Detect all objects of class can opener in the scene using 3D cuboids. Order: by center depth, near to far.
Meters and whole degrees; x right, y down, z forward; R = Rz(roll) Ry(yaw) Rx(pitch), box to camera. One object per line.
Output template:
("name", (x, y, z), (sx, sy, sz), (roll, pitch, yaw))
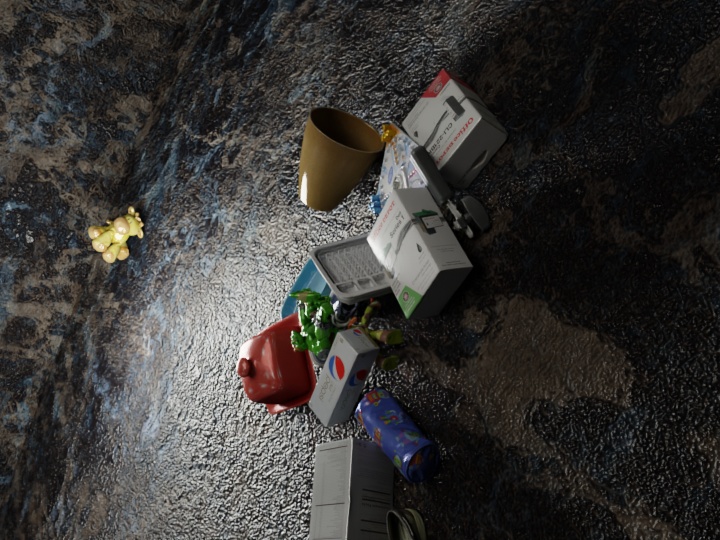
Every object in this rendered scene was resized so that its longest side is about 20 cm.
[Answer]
("can opener", (0.163, -0.148, 1.378), (0.066, 0.201, 0.053), (-36, -3, -2))

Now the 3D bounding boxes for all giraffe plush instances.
("giraffe plush", (-0.902, -0.148, 2.802), (0.161, 0.173, 0.200), (-31, 14, 27))

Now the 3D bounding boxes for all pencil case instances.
("pencil case", (0.067, 0.293, 1.329), (0.200, 0.086, 0.079), (41, 136, 53))

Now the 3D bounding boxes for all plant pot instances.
("plant pot", (-0.066, -0.243, 1.720), (0.201, 0.184, 0.187), (-64, 33, 32))

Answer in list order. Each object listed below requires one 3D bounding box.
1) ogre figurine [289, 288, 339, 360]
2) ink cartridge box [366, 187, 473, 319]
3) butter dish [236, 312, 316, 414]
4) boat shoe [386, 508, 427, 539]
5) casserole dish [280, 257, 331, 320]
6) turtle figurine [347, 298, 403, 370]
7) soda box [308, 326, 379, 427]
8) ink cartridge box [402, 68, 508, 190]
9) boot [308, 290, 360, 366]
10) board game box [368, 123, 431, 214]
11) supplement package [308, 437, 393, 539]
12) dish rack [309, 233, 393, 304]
("ogre figurine", (-0.091, 0.109, 1.500), (0.199, 0.097, 0.122), (9, 104, 52))
("ink cartridge box", (0.105, -0.035, 1.377), (0.201, 0.084, 0.147), (63, 142, 31))
("butter dish", (-0.210, 0.213, 1.652), (0.199, 0.147, 0.202), (-27, 70, 42))
("boat shoe", (0.084, 0.489, 1.218), (0.072, 0.066, 0.202), (-44, 42, 29))
("casserole dish", (-0.120, 0.061, 1.730), (0.201, 0.039, 0.121), (-60, 37, 14))
("turtle figurine", (0.018, 0.130, 1.489), (0.161, 0.064, 0.202), (16, 86, 55))
("soda box", (-0.034, 0.211, 1.459), (0.068, 0.063, 0.201), (45, 128, 33))
("ink cartridge box", (0.183, -0.279, 1.463), (0.145, 0.083, 0.201), (-51, 40, 24))
("boot", (-0.053, 0.108, 1.569), (0.090, 0.072, 0.202), (177, 112, -77))
("board game box", (0.076, -0.177, 1.527), (0.200, 0.026, 0.202), (-126, 40, -53))
("supplement package", (-0.015, 0.421, 1.346), (0.113, 0.109, 0.202), (-22, 55, 45))
("dish rack", (0.000, 0.000, 1.524), (0.200, 0.170, 0.044), (-127, 27, -49))
